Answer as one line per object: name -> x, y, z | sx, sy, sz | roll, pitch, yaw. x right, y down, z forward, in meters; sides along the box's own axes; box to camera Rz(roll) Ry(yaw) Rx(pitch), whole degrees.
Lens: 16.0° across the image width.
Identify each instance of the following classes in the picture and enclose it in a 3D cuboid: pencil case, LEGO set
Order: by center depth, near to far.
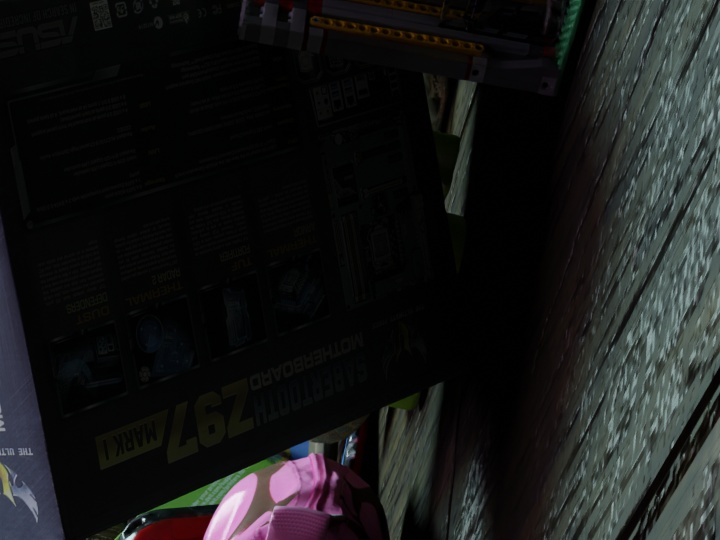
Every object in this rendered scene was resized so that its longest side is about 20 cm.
LEGO set -> 0.018, -0.152, 0.748 | 0.200, 0.115, 0.154 | 106, 172, -54
pencil case -> -0.024, 0.118, 0.931 | 0.200, 0.090, 0.094 | -117, 26, -86

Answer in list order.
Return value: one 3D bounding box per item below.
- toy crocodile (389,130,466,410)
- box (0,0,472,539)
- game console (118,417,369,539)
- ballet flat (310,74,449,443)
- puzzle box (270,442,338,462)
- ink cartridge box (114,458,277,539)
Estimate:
toy crocodile -> 0.000, 0.000, 0.996 | 0.200, 0.067, 0.062 | 105, 173, -56
box -> -0.052, -0.018, 0.798 | 0.200, 0.051, 0.159 | -21, -77, -47
game console -> -0.064, 0.170, 1.192 | 0.119, 0.171, 0.201 | 44, 130, 52
ballet flat -> -0.001, -0.018, 1.119 | 0.071, 0.070, 0.201 | -114, 34, -82
puzzle box -> -0.075, 0.062, 1.293 | 0.200, 0.132, 0.026 | 93, -161, -67
ink cartridge box -> -0.093, 0.205, 1.311 | 0.148, 0.076, 0.201 | -44, -22, -38
